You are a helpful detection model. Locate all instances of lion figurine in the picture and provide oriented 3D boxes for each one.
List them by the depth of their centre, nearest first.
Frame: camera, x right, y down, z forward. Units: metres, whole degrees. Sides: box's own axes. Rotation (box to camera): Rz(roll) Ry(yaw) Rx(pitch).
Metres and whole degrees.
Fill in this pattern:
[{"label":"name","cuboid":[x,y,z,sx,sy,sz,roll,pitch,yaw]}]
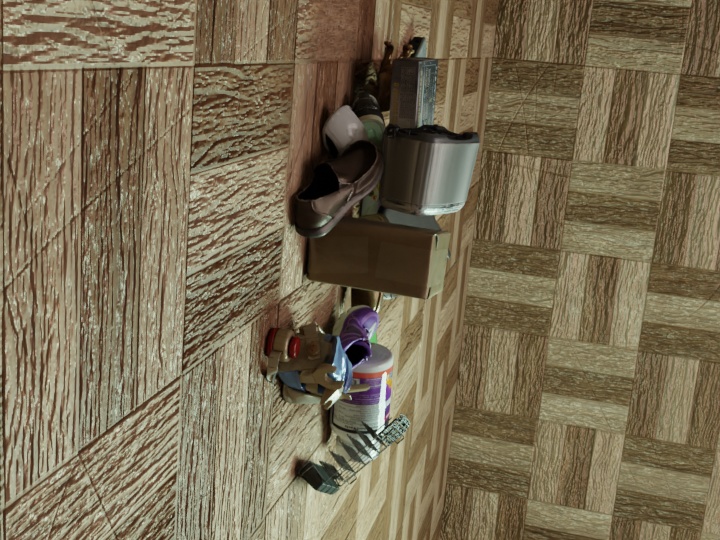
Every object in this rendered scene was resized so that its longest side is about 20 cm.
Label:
[{"label":"lion figurine","cuboid":[0.059,-0.348,1.762,0.200,0.072,0.124,-32,132,-77]}]

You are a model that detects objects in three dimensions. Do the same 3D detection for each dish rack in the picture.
[{"label":"dish rack","cuboid":[-0.004,0.307,1.655,0.200,0.055,0.153,-40,162,-2]}]

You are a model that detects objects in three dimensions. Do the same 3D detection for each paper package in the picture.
[{"label":"paper package","cuboid":[0.033,-0.026,1.554,0.191,0.198,0.105,-19,117,-77]}]

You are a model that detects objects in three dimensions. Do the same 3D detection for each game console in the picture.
[{"label":"game console","cuboid":[0.091,-0.098,1.878,0.176,0.116,0.201,-42,128,-23]}]

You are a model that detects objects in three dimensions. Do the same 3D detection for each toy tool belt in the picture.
[{"label":"toy tool belt","cuboid":[-0.056,0.138,1.426,0.200,0.121,0.126,67,33,-65]}]

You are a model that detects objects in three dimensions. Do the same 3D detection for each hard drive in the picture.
[{"label":"hard drive","cuboid":[0.101,-0.377,2.010,0.201,0.033,0.141,-67,161,-48]}]

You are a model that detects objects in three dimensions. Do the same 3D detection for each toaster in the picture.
[{"label":"toaster","cuboid":[0.103,-0.161,1.532,0.199,0.113,0.131,-11,112,-54]}]

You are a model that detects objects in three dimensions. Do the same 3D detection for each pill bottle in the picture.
[{"label":"pill bottle","cuboid":[0.000,0.241,1.761,0.111,0.110,0.202,-50,146,-67]}]

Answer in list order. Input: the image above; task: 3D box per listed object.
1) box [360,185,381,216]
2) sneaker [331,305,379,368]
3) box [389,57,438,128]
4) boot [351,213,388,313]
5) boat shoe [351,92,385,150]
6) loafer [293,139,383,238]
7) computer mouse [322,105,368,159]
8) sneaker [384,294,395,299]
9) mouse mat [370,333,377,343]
[{"label":"box","cuboid":[0.025,-0.123,1.815,0.041,0.038,0.202,-19,116,-74]},{"label":"sneaker","cuboid":[-0.008,0.128,1.646,0.200,0.083,0.081,-51,130,-53]},{"label":"box","cuboid":[0.089,-0.261,1.662,0.158,0.048,0.202,-40,134,-69]},{"label":"boot","cuboid":[0.000,0.000,1.732,0.075,0.073,0.202,-10,109,-51]},{"label":"boat shoe","cuboid":[0.014,-0.222,1.651,0.201,0.071,0.068,85,-8,-62]},{"label":"loafer","cuboid":[-0.030,-0.133,1.423,0.201,0.072,0.071,-54,146,-35]},{"label":"computer mouse","cuboid":[-0.012,-0.185,1.542,0.110,0.044,0.200,-49,155,-10]},{"label":"sneaker","cuboid":[0.046,-0.028,1.888,0.074,0.079,0.201,52,44,-35]},{"label":"mouse mat","cuboid":[0.011,0.136,1.981,0.162,0.007,0.201,-69,161,-46]}]
